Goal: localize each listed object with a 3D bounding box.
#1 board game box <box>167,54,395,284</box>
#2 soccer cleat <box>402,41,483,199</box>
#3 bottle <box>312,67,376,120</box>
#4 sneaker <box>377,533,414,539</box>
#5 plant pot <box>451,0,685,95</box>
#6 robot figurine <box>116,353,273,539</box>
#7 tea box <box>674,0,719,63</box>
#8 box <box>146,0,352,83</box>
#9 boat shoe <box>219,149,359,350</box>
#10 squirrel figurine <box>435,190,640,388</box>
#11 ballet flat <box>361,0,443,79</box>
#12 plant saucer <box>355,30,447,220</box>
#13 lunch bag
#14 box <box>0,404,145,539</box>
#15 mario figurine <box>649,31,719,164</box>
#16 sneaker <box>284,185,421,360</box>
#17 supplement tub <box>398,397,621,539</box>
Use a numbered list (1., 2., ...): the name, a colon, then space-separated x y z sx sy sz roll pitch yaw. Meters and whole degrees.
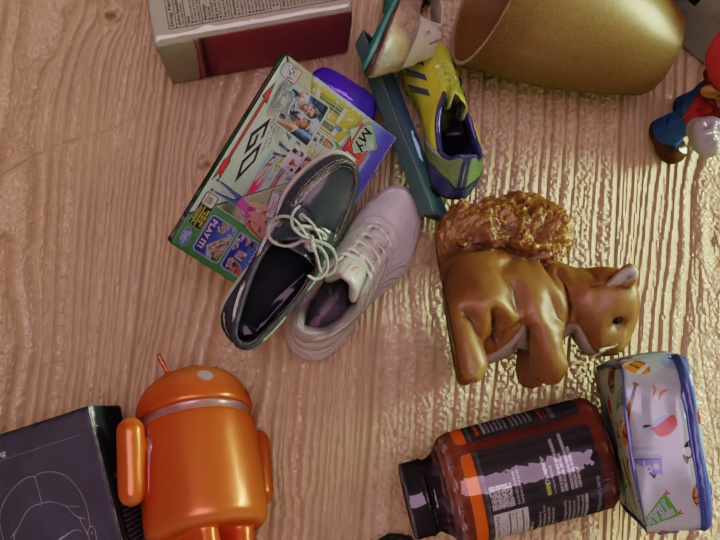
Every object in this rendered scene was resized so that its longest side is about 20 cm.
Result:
1. board game box: -0.073 -0.079 0.848 0.133 0.029 0.202 32 91 -20
2. soccer cleat: 0.086 -0.168 0.898 0.063 0.084 0.204 -3 61 -11
3. bottle: -0.059 -0.101 0.907 0.082 0.065 0.203 30 81 -4
4. sneaker: 0.048 0.351 0.843 0.072 0.080 0.204 -7 64 -21
5. plant pot: 0.219 -0.260 0.904 0.196 0.186 0.191 19 80 -13
6. robot figurine: -0.148 0.176 0.822 0.140 0.117 0.204 -7 63 -11
7. tea box: 0.407 -0.333 0.935 0.199 0.134 0.198 38 82 3
8. box: -0.115 -0.284 0.910 0.195 0.109 0.131 -11 82 -4
9. boat shoe: -0.061 -0.018 0.817 0.075 0.062 0.201 38 89 -21
10. squirrel figurine: 0.169 0.009 0.862 0.182 0.142 0.205 -10 74 3
11. ballet flat: 0.051 -0.249 0.899 0.066 0.068 0.203 23 47 -10
12. plant saucer: 0.042 -0.144 0.919 0.019 0.070 0.204 -24 80 17
13. lunch bag: 0.267 0.158 0.825 0.074 0.200 0.164 -10 82 9
14. box: -0.298 0.247 0.812 0.195 0.124 0.201 -16 84 -5
15. mario figurine: 0.358 -0.153 0.871 0.103 0.200 0.127 12 81 0
16. sneaker: 0.000 0.000 0.878 0.077 0.099 0.202 33 81 2
17. supplement tub: 0.137 0.194 0.852 0.195 0.107 0.110 -13 82 -2
